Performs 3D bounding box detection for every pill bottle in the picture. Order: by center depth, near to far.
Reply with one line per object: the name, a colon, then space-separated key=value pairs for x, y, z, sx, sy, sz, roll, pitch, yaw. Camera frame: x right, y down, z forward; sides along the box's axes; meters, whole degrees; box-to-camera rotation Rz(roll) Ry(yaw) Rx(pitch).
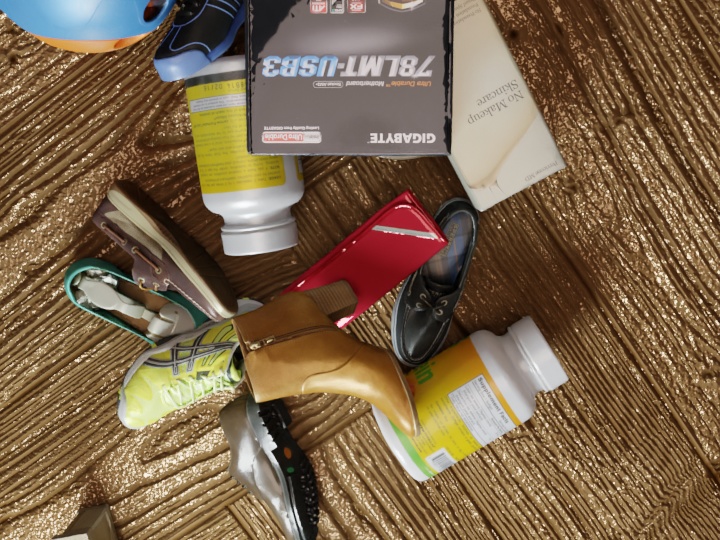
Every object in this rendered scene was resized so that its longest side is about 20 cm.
pill bottle: x=-0.118 y=-0.122 z=0.926 sx=0.111 sy=0.111 sz=0.201 roll=-7 pitch=99 yaw=3
pill bottle: x=0.122 y=0.135 z=0.963 sx=0.200 sy=0.111 sz=0.111 roll=-32 pitch=97 yaw=6

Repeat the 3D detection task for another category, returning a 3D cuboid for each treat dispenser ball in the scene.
treat dispenser ball: x=-0.270 y=-0.316 z=0.851 sx=0.200 sy=0.201 sz=0.202 roll=0 pitch=100 yaw=1

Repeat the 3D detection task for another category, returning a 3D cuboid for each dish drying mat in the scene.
dish drying mat: x=0.000 y=0.000 z=0.965 sx=0.200 sy=0.018 sz=0.077 roll=-39 pitch=91 yaw=21

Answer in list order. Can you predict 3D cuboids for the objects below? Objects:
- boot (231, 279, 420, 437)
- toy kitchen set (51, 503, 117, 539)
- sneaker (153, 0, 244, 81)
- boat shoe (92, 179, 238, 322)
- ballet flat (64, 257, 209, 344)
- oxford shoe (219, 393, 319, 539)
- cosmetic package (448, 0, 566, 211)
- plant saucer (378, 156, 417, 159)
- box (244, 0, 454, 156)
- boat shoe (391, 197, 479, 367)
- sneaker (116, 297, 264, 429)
boot: x=-0.040 y=0.111 z=0.904 sx=0.144 sy=0.071 sz=0.202 roll=-23 pitch=65 yaw=-17
toy kitchen set: x=-0.366 y=0.408 z=0.997 sx=0.180 sy=0.163 sz=0.201 roll=-12 pitch=99 yaw=3
sneaker: x=-0.149 y=-0.276 z=0.876 sx=0.200 sy=0.070 sz=0.078 roll=-55 pitch=134 yaw=-27
boat shoe: x=-0.219 y=-0.009 z=0.962 sx=0.200 sy=0.072 sz=0.072 roll=45 pitch=101 yaw=6
ballet flat: x=-0.243 y=0.049 z=0.979 sx=0.199 sy=0.070 sz=0.068 roll=26 pitch=99 yaw=-3
oxford shoe: x=-0.106 y=0.236 z=1.017 sx=0.084 sy=0.073 sz=0.201 roll=-18 pitch=97 yaw=21
cosmetic package: x=0.119 y=-0.174 z=0.903 sx=0.103 sy=0.073 sz=0.201 roll=-29 pitch=97 yaw=6
plant saucer: x=0.044 y=-0.221 z=0.947 sx=0.199 sy=0.029 sz=0.201 roll=0 pitch=99 yaw=2
box: x=-0.010 y=-0.210 z=0.839 sx=0.199 sy=0.050 sz=0.200 roll=1 pitch=96 yaw=0
boat shoe: x=0.082 y=0.016 z=0.972 sx=0.068 sy=0.057 sz=0.201 roll=17 pitch=99 yaw=-2
sneaker: x=-0.174 y=0.105 z=0.949 sx=0.200 sy=0.076 sz=0.076 roll=-37 pitch=130 yaw=-12
